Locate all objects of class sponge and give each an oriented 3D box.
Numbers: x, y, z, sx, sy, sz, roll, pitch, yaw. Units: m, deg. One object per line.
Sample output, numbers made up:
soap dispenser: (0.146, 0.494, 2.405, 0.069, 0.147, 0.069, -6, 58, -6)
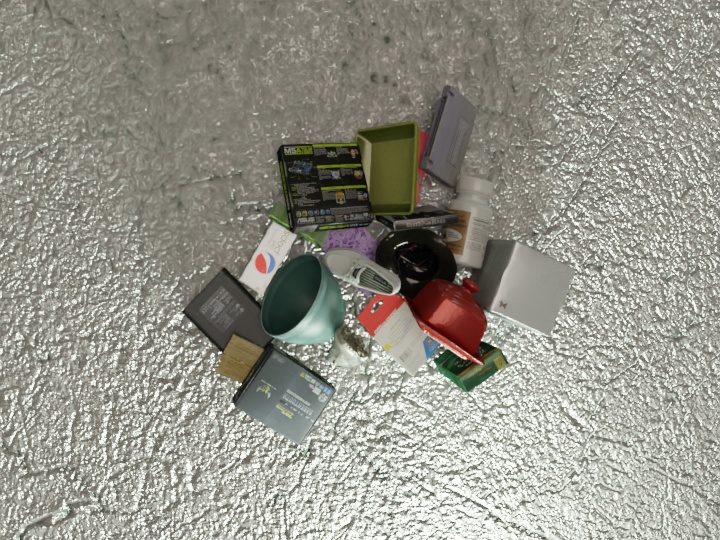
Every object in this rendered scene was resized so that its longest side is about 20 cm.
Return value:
sponge: (-0.016, -0.048, 1.447, 0.112, 0.030, 0.200, -45, 99, -5)

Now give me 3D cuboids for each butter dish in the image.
butter dish: (0.212, 0.085, 1.351, 0.197, 0.200, 0.150, 32, 99, -11)

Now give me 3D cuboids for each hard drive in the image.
hard drive: (-0.297, 0.116, 1.407, 0.140, 0.033, 0.200, -44, 99, -5)

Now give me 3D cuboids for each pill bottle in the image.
pill bottle: (0.257, -0.115, 1.447, 0.111, 0.114, 0.206, 12, 91, -10)

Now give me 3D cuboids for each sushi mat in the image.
sushi mat: (-0.236, 0.232, 1.407, 0.197, 0.012, 0.097, 30, 91, -23)

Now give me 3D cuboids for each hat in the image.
hat: (0.132, -0.034, 1.420, 0.194, 0.082, 0.205, 5, 125, 7)

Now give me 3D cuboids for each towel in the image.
towel: (-0.111, -0.171, 1.386, 0.146, 0.031, 0.204, 27, 64, -10)

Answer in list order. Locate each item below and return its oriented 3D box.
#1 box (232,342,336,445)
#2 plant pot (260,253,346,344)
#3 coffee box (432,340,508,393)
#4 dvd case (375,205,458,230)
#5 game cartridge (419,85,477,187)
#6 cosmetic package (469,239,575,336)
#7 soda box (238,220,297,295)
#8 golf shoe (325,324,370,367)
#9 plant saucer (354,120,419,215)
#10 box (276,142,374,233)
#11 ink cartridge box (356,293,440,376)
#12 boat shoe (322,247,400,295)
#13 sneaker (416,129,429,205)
box: (-0.176, 0.290, 1.407, 0.199, 0.051, 0.159, 38, 87, -22)
plant pot: (-0.114, 0.084, 1.370, 0.133, 0.199, 0.203, 37, 87, -36)
coffee box: (0.256, 0.215, 1.420, 0.121, 0.200, 0.045, -32, 98, -6)
dvd case: (0.124, -0.122, 1.380, 0.146, 0.200, 0.026, -7, 102, -8)
game cartridge: (0.211, -0.315, 1.434, 0.128, 0.038, 0.206, 23, 83, -50)
cosmetic package: (0.367, 0.036, 1.430, 0.163, 0.200, 0.171, 23, 90, -10)
soda box: (-0.205, -0.048, 1.399, 0.067, 0.064, 0.203, 31, 87, -9)
golf shoe: (-0.040, 0.188, 1.379, 0.095, 0.201, 0.080, -25, 65, 3)
plant saucer: (0.066, -0.229, 1.392, 0.047, 0.197, 0.207, 1, 93, -44)
box: (-0.079, -0.191, 1.369, 0.195, 0.047, 0.199, -7, 75, -23)
ink cartridge box: (0.089, 0.140, 1.455, 0.116, 0.067, 0.200, -46, 99, -5)
boat shoe: (0.000, 0.000, 1.383, 0.195, 0.067, 0.076, 18, 102, 8)
sneaker: (0.139, -0.245, 1.431, 0.084, 0.074, 0.207, 5, 79, -19)
